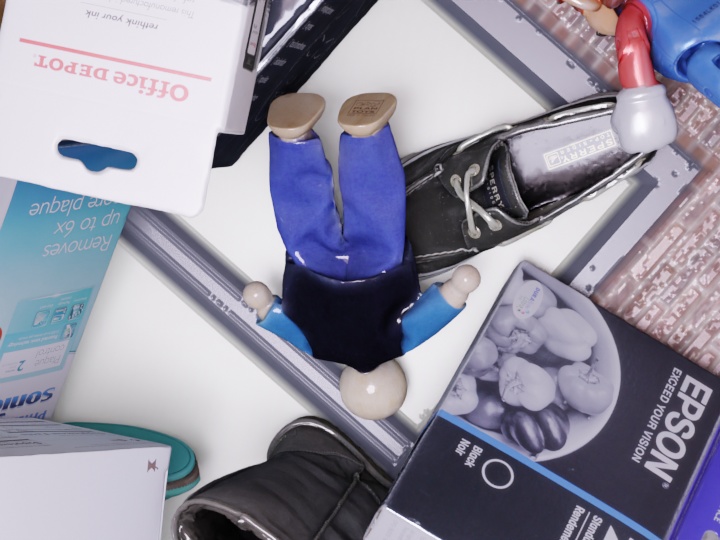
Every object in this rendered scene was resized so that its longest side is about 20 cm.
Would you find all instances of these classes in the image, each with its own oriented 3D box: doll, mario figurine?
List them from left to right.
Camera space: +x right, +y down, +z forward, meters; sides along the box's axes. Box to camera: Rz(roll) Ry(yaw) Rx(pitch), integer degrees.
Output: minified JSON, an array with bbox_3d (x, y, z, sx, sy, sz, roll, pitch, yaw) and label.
[{"bbox_3d":[0.000,0.000,1.224,0.136,0.049,0.201,0,121,11],"label":"doll"},{"bbox_3d":[0.174,-0.132,1.208,0.200,0.123,0.106,42,124,25],"label":"mario figurine"}]

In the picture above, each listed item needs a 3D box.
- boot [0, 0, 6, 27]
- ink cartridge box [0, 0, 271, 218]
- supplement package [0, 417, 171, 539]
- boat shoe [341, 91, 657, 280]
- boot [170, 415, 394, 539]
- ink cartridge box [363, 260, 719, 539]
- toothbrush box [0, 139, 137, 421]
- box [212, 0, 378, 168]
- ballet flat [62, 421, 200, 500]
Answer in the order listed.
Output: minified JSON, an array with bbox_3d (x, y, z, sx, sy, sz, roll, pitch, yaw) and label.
[{"bbox_3d":[-0.216,-0.107,1.239,0.074,0.075,0.200,37,77,-6],"label":"boot"},{"bbox_3d":[-0.103,-0.134,1.048,0.116,0.068,0.201,12,94,6],"label":"ink cartridge box"},{"bbox_3d":[-0.197,0.185,1.153,0.111,0.156,0.201,7,92,35],"label":"supplement package"},{"bbox_3d":[0.075,-0.049,1.243,0.200,0.064,0.071,-26,92,6],"label":"boat shoe"},{"bbox_3d":[-0.006,0.160,1.195,0.182,0.200,0.073,35,99,2],"label":"boot"},{"bbox_3d":[0.130,0.118,1.204,0.200,0.043,0.198,31,52,1],"label":"ink cartridge box"},{"bbox_3d":[-0.217,-0.004,1.193,0.085,0.146,0.200,39,118,28],"label":"toothbrush box"},{"bbox_3d":[-0.063,-0.164,1.177,0.124,0.200,0.197,44,96,1],"label":"box"},{"bbox_3d":[-0.191,0.123,1.284,0.199,0.067,0.071,7,119,4],"label":"ballet flat"}]
